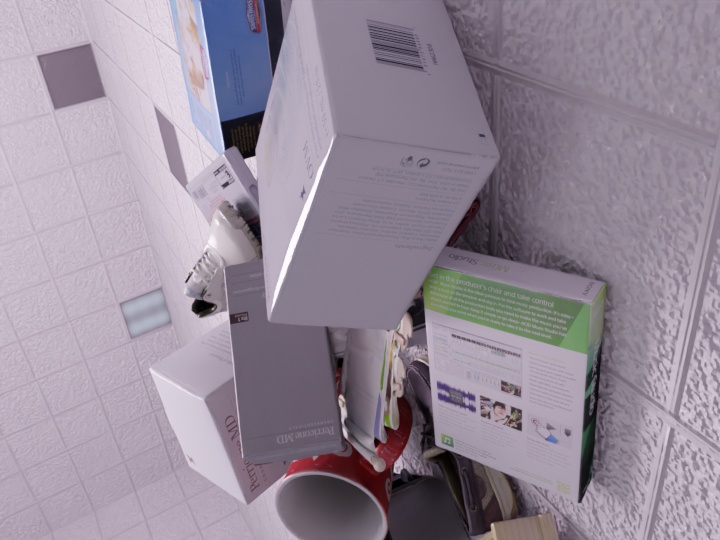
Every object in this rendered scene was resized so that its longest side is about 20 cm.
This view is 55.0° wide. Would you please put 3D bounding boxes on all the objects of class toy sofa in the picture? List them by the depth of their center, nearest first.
[{"bbox_3d":[0.160,0.317,0.719,0.201,0.095,0.085,106,157,-57],"label":"toy sofa"}]

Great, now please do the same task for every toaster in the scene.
[{"bbox_3d":[0.062,0.374,0.932,0.204,0.116,0.181,67,159,6],"label":"toaster"}]

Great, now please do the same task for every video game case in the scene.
[{"bbox_3d":[-0.145,-0.051,0.878,0.185,0.022,0.199,60,154,-10],"label":"video game case"}]

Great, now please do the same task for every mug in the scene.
[{"bbox_3d":[0.006,0.214,0.841,0.135,0.174,0.201,63,-155,-23],"label":"mug"}]

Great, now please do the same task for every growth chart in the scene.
[{"bbox_3d":[0.012,0.096,0.702,0.144,0.017,0.205,-146,62,-61],"label":"growth chart"}]

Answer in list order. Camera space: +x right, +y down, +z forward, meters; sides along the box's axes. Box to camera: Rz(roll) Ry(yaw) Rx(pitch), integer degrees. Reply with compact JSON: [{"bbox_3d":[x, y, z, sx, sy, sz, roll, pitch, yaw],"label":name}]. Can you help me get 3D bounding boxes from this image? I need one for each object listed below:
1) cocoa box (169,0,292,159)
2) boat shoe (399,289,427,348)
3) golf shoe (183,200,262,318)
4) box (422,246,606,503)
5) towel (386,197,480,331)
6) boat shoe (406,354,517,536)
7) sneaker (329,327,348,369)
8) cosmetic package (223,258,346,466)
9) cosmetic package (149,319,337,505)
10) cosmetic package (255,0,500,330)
[{"bbox_3d":[-0.143,-0.260,0.841,0.134,0.129,0.204,47,149,42],"label":"cocoa box"},{"bbox_3d":[0.065,0.033,0.688,0.069,0.071,0.199,67,155,1],"label":"boat shoe"},{"bbox_3d":[-0.174,0.000,0.854,0.078,0.096,0.202,45,152,19],"label":"golf shoe"},{"bbox_3d":[0.124,0.086,0.575,0.142,0.036,0.204,15,128,33],"label":"box"},{"bbox_3d":[0.014,-0.055,0.677,0.023,0.145,0.200,28,-167,-44],"label":"towel"},{"bbox_3d":[0.097,0.188,0.757,0.203,0.064,0.072,61,158,21],"label":"boat shoe"},{"bbox_3d":[-0.040,0.127,1.016,0.101,0.077,0.201,59,157,13],"label":"sneaker"},{"bbox_3d":[-0.080,0.094,0.731,0.091,0.104,0.205,85,173,-68],"label":"cosmetic package"},{"bbox_3d":[-0.149,0.172,0.958,0.164,0.198,0.171,10,124,47],"label":"cosmetic package"},{"bbox_3d":[-0.007,-0.094,0.554,0.202,0.120,0.203,115,152,-47],"label":"cosmetic package"}]
